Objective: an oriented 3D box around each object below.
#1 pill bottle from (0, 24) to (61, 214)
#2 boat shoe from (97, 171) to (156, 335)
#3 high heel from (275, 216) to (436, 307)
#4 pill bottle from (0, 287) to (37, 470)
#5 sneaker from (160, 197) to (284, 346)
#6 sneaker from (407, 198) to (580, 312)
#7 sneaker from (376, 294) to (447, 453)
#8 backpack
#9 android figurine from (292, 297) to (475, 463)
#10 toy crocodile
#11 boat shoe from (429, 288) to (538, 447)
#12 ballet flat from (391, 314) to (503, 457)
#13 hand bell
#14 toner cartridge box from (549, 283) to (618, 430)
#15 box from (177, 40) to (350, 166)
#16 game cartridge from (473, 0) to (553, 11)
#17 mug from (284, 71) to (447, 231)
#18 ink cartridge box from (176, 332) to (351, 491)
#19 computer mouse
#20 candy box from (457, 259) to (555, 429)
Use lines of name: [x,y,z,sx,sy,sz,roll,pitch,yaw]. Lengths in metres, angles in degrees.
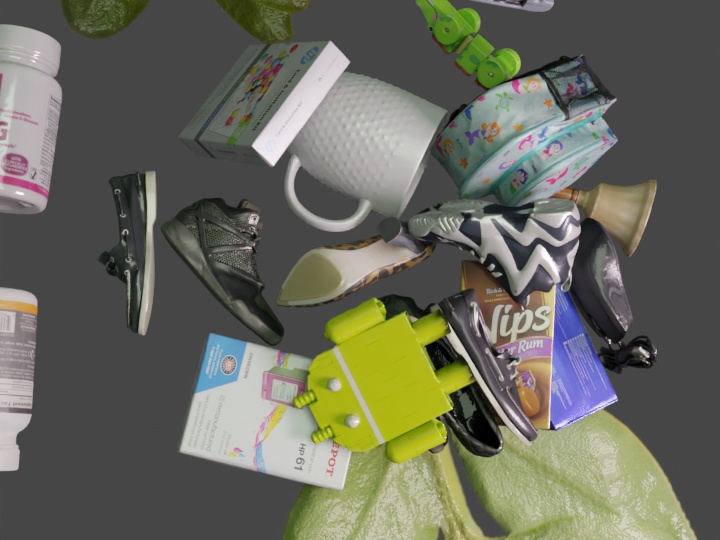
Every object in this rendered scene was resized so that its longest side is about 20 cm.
pill bottle: [-0.411,-0.175,1.303,0.113,0.113,0.201,7,80,-10]
boat shoe: [-0.277,-0.022,1.326,0.066,0.075,0.200,2,80,-8]
high heel: [0.000,0.000,1.393,0.200,0.142,0.072,-31,73,20]
pill bottle: [-0.426,0.122,1.253,0.116,0.116,0.201,3,81,-10]
sneaker: [-0.138,-0.009,1.348,0.114,0.076,0.200,-39,85,-8]
sneaker: [0.156,-0.013,1.295,0.198,0.080,0.130,-3,109,12]
sneaker: [0.075,0.117,1.362,0.114,0.076,0.200,-27,82,-7]
backpack: [0.191,-0.156,1.336,0.199,0.178,0.151,-17,73,-33]
android figurine: [0.022,0.127,1.262,0.199,0.041,0.183,-25,89,6]
toy crocodile: [0.145,-0.285,1.458,0.200,0.062,0.067,46,37,1]
boat shoe: [0.159,0.112,1.305,0.063,0.073,0.200,-34,90,0]
ballet flat: [0.103,0.129,1.294,0.066,0.057,0.200,-40,93,-19]
hand bell: [0.270,-0.098,1.449,0.199,0.104,0.105,19,78,5]
toner cartridge box: [0.240,0.093,1.422,0.095,0.043,0.201,-23,86,-14]
box: [-0.119,-0.199,1.323,0.041,0.200,0.156,43,75,-32]
game cartridge: [0.157,-0.417,1.474,0.199,0.041,0.134,7,68,-13]
mug: [-0.014,-0.142,1.358,0.175,0.148,0.201,26,78,4]
ink cartridge box: [-0.102,0.168,1.323,0.199,0.085,0.145,15,79,-10]
computer mouse: [0.296,0.035,1.393,0.053,0.138,0.201,-15,84,-12]
candy box: [0.177,0.089,1.368,0.116,0.056,0.201,2,89,9]
